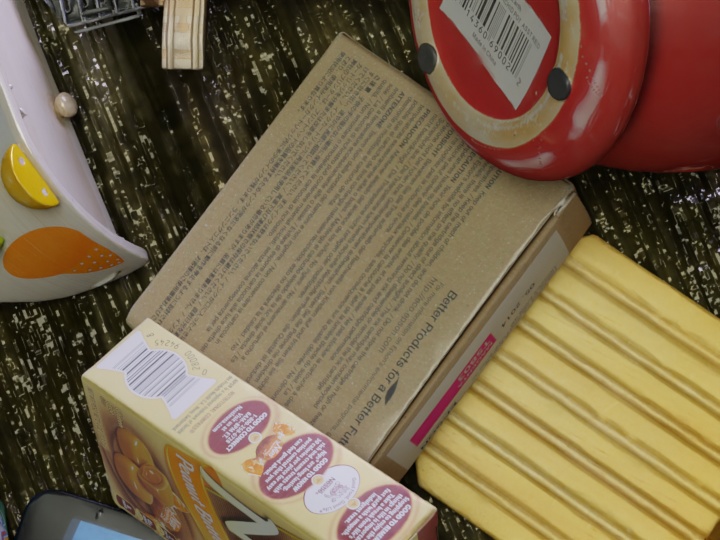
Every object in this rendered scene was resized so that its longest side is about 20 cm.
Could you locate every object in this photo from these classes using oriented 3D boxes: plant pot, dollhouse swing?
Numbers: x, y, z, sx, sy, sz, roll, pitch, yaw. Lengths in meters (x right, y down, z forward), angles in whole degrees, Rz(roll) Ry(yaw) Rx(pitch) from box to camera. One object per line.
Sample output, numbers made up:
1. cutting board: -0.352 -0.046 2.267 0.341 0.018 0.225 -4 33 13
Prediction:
1. plant pot: 0.139 -0.145 1.123 0.182 0.200 0.201 -11 79 -33
2. dollhouse swing: 0.138 0.085 1.148 0.176 0.182 0.200 36 87 -1

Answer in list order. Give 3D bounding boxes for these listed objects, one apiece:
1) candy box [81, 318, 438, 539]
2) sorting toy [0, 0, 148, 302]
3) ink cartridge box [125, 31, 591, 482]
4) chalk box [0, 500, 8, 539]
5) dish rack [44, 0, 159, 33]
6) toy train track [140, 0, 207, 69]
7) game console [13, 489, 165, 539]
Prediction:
1. candy box: -0.049 0.121 1.142 0.200 0.115 0.055 32 59 28
2. sorting toy: -0.246 -0.059 1.247 0.180 0.107 0.200 -27 80 21
3. ink cartridge box: 0.000 0.000 1.199 0.165 0.075 0.200 36 87 19
4. chalk box: -0.265 0.141 1.175 0.125 0.200 0.124 -26 122 4
5. dish rack: -0.096 -0.217 1.264 0.200 0.055 0.154 -14 80 6
6. toy train track: -0.055 -0.168 1.207 0.200 0.033 0.115 2 83 8
7. game console: -0.120 0.223 1.174 0.200 0.171 0.118 16 110 8
